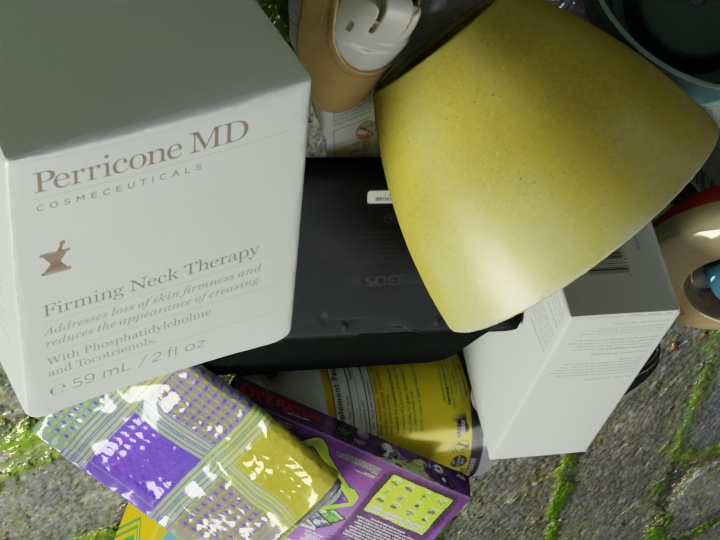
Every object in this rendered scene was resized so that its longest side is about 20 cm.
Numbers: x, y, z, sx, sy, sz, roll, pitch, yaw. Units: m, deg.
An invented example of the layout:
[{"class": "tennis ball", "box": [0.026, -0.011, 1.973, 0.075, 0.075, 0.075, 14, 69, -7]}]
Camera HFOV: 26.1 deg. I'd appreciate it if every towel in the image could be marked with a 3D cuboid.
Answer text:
[{"class": "towel", "box": [-0.124, 0.131, 1.104, 0.200, 0.023, 0.144, 41, 123, -12]}]

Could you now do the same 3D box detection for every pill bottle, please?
[{"class": "pill bottle", "box": [0.000, 0.116, 1.219, 0.199, 0.113, 0.113, -5, 138, -14]}]

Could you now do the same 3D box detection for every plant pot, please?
[{"class": "plant pot", "box": [0.089, -0.081, 0.925, 0.200, 0.142, 0.200, -38, -171, 7]}, {"class": "plant pot", "box": [0.230, -0.191, 1.006, 0.200, 0.201, 0.134, -29, 171, -7]}]

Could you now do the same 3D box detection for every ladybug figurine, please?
[{"class": "ladybug figurine", "box": [0.277, -0.017, 1.085, 0.199, 0.072, 0.136, -12, 141, 29]}]

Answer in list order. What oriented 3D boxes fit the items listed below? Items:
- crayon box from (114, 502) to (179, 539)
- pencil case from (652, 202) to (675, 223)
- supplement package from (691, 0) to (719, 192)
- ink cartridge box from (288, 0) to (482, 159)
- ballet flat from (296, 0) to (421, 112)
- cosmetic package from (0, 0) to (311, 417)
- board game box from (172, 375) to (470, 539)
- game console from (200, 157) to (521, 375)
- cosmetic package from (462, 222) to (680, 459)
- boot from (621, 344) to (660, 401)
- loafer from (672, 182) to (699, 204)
[{"class": "crayon box", "box": [-0.135, 0.214, 1.298, 0.127, 0.051, 0.200, -6, 137, -34]}, {"class": "pencil case", "box": [0.184, -0.074, 1.141, 0.089, 0.078, 0.200, -18, 128, 11]}, {"class": "supplement package", "box": [0.338, -0.145, 1.158, 0.200, 0.152, 0.151, -28, 145, -9]}, {"class": "ink cartridge box", "box": [0.036, -0.146, 0.993, 0.162, 0.057, 0.200, -22, 146, -18]}, {"class": "ballet flat", "box": [0.012, -0.172, 0.862, 0.068, 0.063, 0.201, 0, 119, -29]}, {"class": "cosmetic package", "box": [-0.140, -0.060, 0.863, 0.167, 0.167, 0.200, -17, 141, -22]}, {"class": "board game box", "box": [-0.033, 0.160, 1.154, 0.200, 0.032, 0.120, 26, 120, -19]}, {"class": "game console", "box": [0.000, 0.000, 1.066, 0.199, 0.116, 0.177, -2, 106, -24]}, {"class": "cosmetic package", "box": [0.142, 0.042, 1.108, 0.085, 0.108, 0.200, -3, 148, -15]}, {"class": "boot", "box": [0.195, 0.061, 1.345, 0.199, 0.073, 0.151, -9, 151, -21]}, {"class": "loafer", "box": [0.286, -0.058, 1.285, 0.199, 0.076, 0.068, -18, 131, -23]}]
